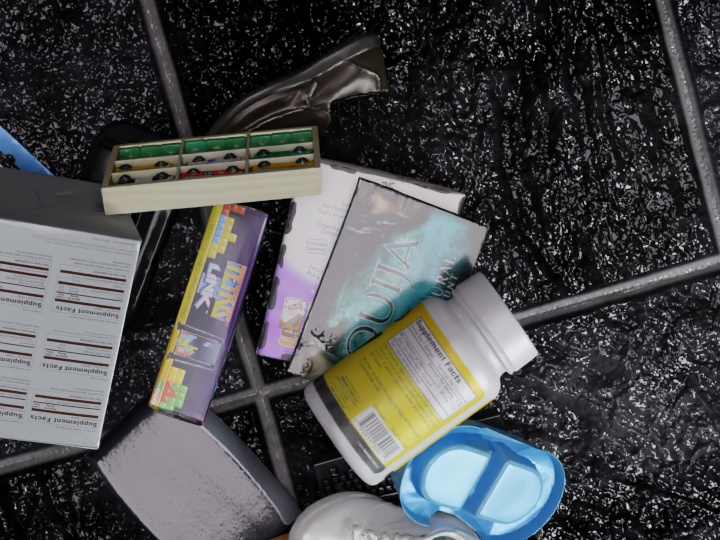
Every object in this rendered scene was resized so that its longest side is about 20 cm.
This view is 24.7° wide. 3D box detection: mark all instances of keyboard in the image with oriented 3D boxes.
[{"bbox_3d":[0.049,0.178,1.673,0.199,0.021,0.128,-15,99,-1],"label":"keyboard"}]

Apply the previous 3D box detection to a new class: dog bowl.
[{"bbox_3d":[0.111,0.202,1.624,0.199,0.050,0.112,22,103,-34],"label":"dog bowl"}]

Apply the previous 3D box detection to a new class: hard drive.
[{"bbox_3d":[-0.169,0.220,1.663,0.135,0.042,0.200,-43,95,3],"label":"hard drive"}]

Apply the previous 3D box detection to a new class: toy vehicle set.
[{"bbox_3d":[-0.135,-0.094,1.530,0.199,0.124,0.027,-6,113,-2],"label":"toy vehicle set"}]

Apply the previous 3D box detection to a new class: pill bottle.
[{"bbox_3d":[0.057,0.097,1.522,0.200,0.114,0.115,-36,96,1],"label":"pill bottle"}]

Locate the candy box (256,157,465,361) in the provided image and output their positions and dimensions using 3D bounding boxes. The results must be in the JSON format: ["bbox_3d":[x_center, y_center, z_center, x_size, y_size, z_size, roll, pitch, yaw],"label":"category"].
[{"bbox_3d":[0.000,0.000,1.631,0.167,0.072,0.201,13,96,-3],"label":"candy box"}]

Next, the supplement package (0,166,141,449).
[{"bbox_3d":[-0.299,0.030,1.516,0.146,0.191,0.201,10,105,-17],"label":"supplement package"}]

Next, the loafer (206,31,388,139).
[{"bbox_3d":[-0.058,-0.160,1.612,0.199,0.073,0.072,-29,95,1],"label":"loafer"}]

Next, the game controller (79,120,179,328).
[{"bbox_3d":[-0.242,-0.045,1.642,0.104,0.042,0.201,22,94,11],"label":"game controller"}]

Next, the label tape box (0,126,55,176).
[{"bbox_3d":[-0.404,-0.049,1.619,0.143,0.066,0.200,43,95,-5],"label":"label tape box"}]

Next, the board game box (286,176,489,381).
[{"bbox_3d":[0.025,0.027,1.584,0.135,0.028,0.201,20,96,-5],"label":"board game box"}]

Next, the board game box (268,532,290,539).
[{"bbox_3d":[-0.085,0.317,1.658,0.199,0.030,0.096,-19,113,-12],"label":"board game box"}]

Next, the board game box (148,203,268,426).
[{"bbox_3d":[-0.143,0.044,1.565,0.056,0.165,0.201,18,82,-4],"label":"board game box"}]

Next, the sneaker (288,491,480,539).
[{"bbox_3d":[0.031,0.266,1.619,0.199,0.088,0.076,2,103,-24],"label":"sneaker"}]
